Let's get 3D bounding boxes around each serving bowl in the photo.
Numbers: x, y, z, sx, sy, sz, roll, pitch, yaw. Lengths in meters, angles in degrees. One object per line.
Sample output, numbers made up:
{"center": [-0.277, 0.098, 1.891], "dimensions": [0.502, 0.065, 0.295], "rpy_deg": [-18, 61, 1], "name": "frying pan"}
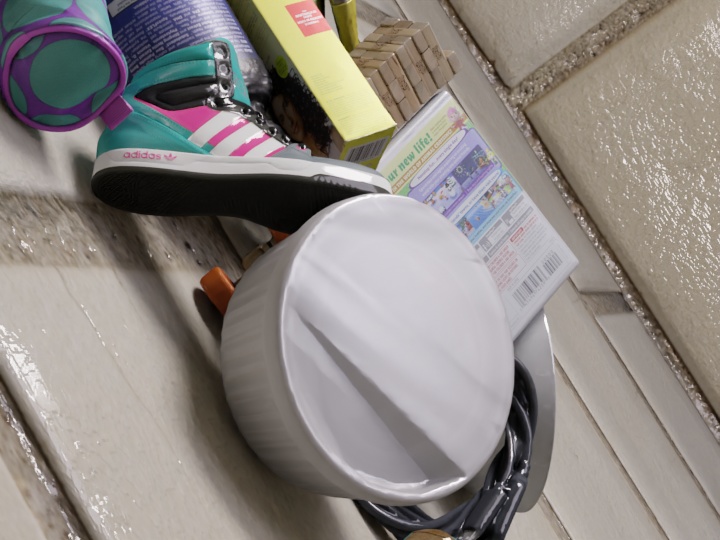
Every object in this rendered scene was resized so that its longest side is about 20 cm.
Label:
{"center": [0.103, 0.102, 1.622], "dimensions": [0.200, 0.065, 0.201], "rpy_deg": [-179, -90, -78], "name": "serving bowl"}

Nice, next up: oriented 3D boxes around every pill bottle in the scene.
{"center": [-0.133, -0.148, 1.409], "dimensions": [0.201, 0.112, 0.112], "rpy_deg": [59, 13, 12], "name": "pill bottle"}

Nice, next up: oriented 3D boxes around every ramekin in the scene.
{"center": [-0.002, 0.057, 1.260], "dimensions": [0.202, 0.094, 0.203], "rpy_deg": [13, 70, -38], "name": "ramekin"}

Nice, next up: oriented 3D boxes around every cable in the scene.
{"center": [0.061, 0.119, 1.442], "dimensions": [0.163, 0.051, 0.200], "rpy_deg": [38, 57, -16], "name": "cable"}

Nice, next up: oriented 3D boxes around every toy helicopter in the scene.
{"center": [-0.037, 0.039, 1.401], "dimensions": [0.132, 0.079, 0.200], "rpy_deg": [51, 0, 5], "name": "toy helicopter"}

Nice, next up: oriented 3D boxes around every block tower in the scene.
{"center": [-0.011, -0.119, 1.506], "dimensions": [0.054, 0.200, 0.058], "rpy_deg": [14, -39, 50], "name": "block tower"}

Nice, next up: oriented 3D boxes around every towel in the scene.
{"center": [0.000, -0.170, 1.642], "dimensions": [0.144, 0.023, 0.201], "rpy_deg": [-105, 180, -63], "name": "towel"}

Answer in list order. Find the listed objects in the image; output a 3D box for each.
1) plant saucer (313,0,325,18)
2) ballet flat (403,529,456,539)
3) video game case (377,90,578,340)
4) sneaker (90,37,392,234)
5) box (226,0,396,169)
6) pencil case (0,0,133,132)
{"center": [-0.113, -0.234, 1.572], "dimensions": [0.199, 0.048, 0.200], "rpy_deg": [17, 32, -13], "name": "plant saucer"}
{"center": [0.074, 0.263, 1.295], "dimensions": [0.072, 0.068, 0.201], "rpy_deg": [-1, 56, -51], "name": "ballet flat"}
{"center": [0.060, -0.011, 1.508], "dimensions": [0.182, 0.200, 0.022], "rpy_deg": [51, -31, -12], "name": "video game case"}
{"center": [-0.076, -0.093, 1.298], "dimensions": [0.084, 0.199, 0.121], "rpy_deg": [114, -20, -59], "name": "sneaker"}
{"center": [-0.051, -0.157, 1.436], "dimensions": [0.200, 0.050, 0.075], "rpy_deg": [57, -31, 22], "name": "box"}
{"center": [-0.203, -0.176, 1.279], "dimensions": [0.092, 0.085, 0.200], "rpy_deg": [39, 21, -35], "name": "pencil case"}
